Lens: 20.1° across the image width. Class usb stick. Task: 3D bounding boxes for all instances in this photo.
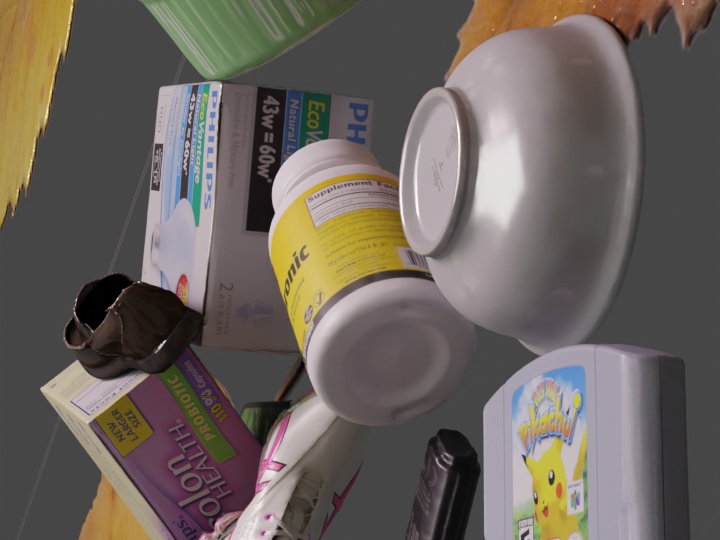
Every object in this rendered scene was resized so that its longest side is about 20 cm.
[{"bbox_3d":[0.040,0.200,1.303,0.056,0.032,0.202,-115,34,-66],"label":"usb stick"}]

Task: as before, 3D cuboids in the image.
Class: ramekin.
[{"bbox_3d":[-0.063,-0.223,1.460,0.098,0.199,0.200,56,167,-16],"label":"ramekin"}]

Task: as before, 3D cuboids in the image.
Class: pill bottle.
[{"bbox_3d":[0.000,0.000,1.346,0.201,0.110,0.112,-111,32,-52],"label":"pill bottle"}]

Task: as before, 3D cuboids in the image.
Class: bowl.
[{"bbox_3d":[0.079,-0.052,1.169,0.201,0.090,0.203,-176,90,-70],"label":"bowl"}]

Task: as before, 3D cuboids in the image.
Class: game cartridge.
[{"bbox_3d":[0.117,0.111,1.107,0.200,0.040,0.135,147,129,-66],"label":"game cartridge"}]

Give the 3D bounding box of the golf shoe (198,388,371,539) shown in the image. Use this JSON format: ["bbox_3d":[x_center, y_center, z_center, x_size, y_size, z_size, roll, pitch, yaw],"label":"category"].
[{"bbox_3d":[-0.049,0.174,1.448,0.201,0.072,0.092,-58,22,12],"label":"golf shoe"}]

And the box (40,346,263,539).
[{"bbox_3d":[-0.147,0.144,1.596,0.177,0.096,0.200,56,167,-14],"label":"box"}]

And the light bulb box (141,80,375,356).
[{"bbox_3d":[-0.084,-0.041,1.570,0.200,0.124,0.200,-171,86,-71],"label":"light bulb box"}]

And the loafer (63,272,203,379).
[{"bbox_3d":[-0.178,0.031,1.504,0.073,0.071,0.200,-51,18,-21],"label":"loafer"}]

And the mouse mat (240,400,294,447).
[{"bbox_3d":[-0.081,0.208,1.678,0.161,0.007,0.202,166,107,-69],"label":"mouse mat"}]
